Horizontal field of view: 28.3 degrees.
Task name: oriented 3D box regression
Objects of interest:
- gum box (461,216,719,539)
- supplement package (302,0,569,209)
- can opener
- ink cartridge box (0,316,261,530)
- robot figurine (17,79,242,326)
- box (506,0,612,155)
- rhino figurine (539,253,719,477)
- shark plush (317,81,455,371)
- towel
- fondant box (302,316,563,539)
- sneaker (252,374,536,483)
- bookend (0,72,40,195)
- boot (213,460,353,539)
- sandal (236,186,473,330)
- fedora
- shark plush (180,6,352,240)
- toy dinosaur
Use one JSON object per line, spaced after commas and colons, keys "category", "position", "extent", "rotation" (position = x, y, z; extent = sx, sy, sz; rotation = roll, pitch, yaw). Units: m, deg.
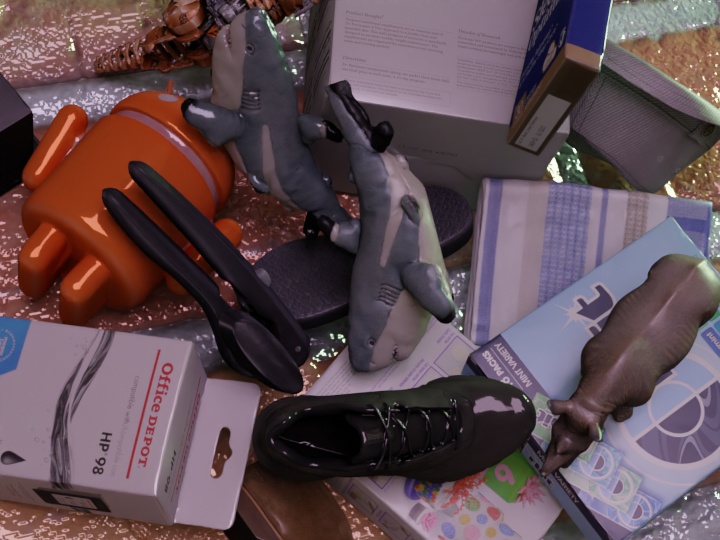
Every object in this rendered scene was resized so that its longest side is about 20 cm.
{"category": "gum box", "position": [0.204, 0.082, 1.050], "extent": [0.199, 0.045, 0.170], "rotation": [-33, 73, -18]}
{"category": "supplement package", "position": [0.057, -0.175, 1.152], "extent": [0.189, 0.147, 0.202], "rotation": [8, 65, -10]}
{"category": "can opener", "position": [-0.103, 0.003, 1.013], "extent": [0.063, 0.078, 0.201], "rotation": [-44, 108, -22]}
{"category": "ink cartridge box", "position": [-0.178, 0.105, 0.994], "extent": [0.198, 0.067, 0.117], "rotation": [6, 63, 8]}
{"category": "robot figurine", "position": [-0.173, -0.054, 1.066], "extent": [0.143, 0.117, 0.200], "rotation": [16, 56, 38]}
{"category": "box", "position": [0.156, -0.198, 1.037], "extent": [0.032, 0.121, 0.202], "rotation": [19, 63, -5]}
{"category": "rhino figurine", "position": [0.180, 0.065, 0.983], "extent": [0.060, 0.088, 0.200], "rotation": [38, 69, 12]}
{"category": "shark plush", "position": [0.009, -0.031, 1.013], "extent": [0.082, 0.091, 0.202], "rotation": [-14, 109, 5]}
{"category": "towel", "position": [0.181, 0.007, 1.138], "extent": [0.198, 0.024, 0.149], "rotation": [5, 91, -10]}
{"category": "fondant box", "position": [0.058, 0.131, 1.067], "extent": [0.200, 0.058, 0.144], "rotation": [40, 64, 8]}
{"category": "sneaker", "position": [0.025, 0.114, 0.977], "extent": [0.198, 0.091, 0.077], "rotation": [-8, 85, -4]}
{"category": "bookend", "position": [-0.325, -0.103, 1.009], "extent": [0.198, 0.200, 0.092], "rotation": [-37, 78, -23]}
{"category": "boot", "position": [-0.021, 0.215, 1.007], "extent": [0.075, 0.074, 0.201], "rotation": [-28, 72, -28]}
{"category": "sandal", "position": [0.001, 0.000, 1.112], "extent": [0.199, 0.043, 0.076], "rotation": [-22, 54, -15]}
{"category": "fedora", "position": [0.225, -0.121, 1.171], "extent": [0.176, 0.199, 0.091], "rotation": [37, 103, 28]}
{"category": "shark plush", "position": [-0.052, -0.089, 1.048], "extent": [0.201, 0.083, 0.091], "rotation": [60, 23, -6]}
{"category": "toy dinosaur", "position": [-0.123, -0.210, 1.133], "extent": [0.198, 0.103, 0.136], "rotation": [-7, 43, 2]}
